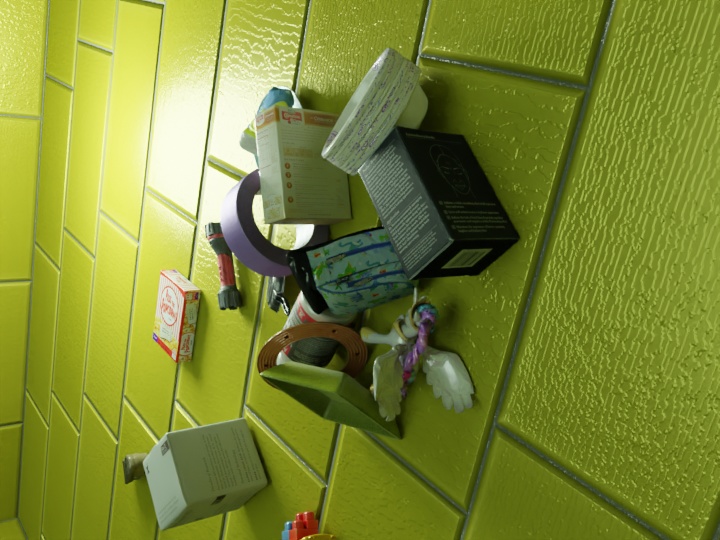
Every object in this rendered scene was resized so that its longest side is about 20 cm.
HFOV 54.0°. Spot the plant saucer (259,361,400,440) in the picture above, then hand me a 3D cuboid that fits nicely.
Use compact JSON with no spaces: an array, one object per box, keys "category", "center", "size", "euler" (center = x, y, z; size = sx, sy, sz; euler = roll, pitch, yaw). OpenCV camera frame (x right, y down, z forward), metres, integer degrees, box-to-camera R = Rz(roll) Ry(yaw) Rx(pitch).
[{"category":"plant saucer","center":[-0.045,0.220,1.238],"size":[0.199,0.200,0.048],"euler":[5,61,42]}]

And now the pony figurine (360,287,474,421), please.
[{"category":"pony figurine","center":[0.072,0.144,1.126],"size":[0.200,0.166,0.194],"euler":[137,129,-60]}]

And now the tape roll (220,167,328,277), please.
[{"category":"tape roll","center":[-0.159,-0.092,1.324],"size":[0.066,0.200,0.201],"euler":[-27,72,47]}]

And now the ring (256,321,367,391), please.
[{"category":"ring","center":[-0.086,0.156,1.267],"size":[0.201,0.200,0.019],"euler":[-57,30,35]}]

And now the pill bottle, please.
[{"category":"pill bottle","center":[-0.089,0.118,1.321],"size":[0.111,0.110,0.200],"euler":[56,135,31]}]

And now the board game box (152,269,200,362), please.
[{"category":"board game box","center":[-0.481,0.116,1.842],"size":[0.151,0.046,0.201],"euler":[29,114,45]}]

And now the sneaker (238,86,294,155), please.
[{"category":"sneaker","center":[-0.178,-0.300,1.413],"size":[0.200,0.076,0.105],"euler":[-16,51,59]}]

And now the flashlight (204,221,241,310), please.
[{"category":"flashlight","center":[-0.312,-0.011,1.617],"size":[0.068,0.067,0.201],"euler":[-19,76,54]}]

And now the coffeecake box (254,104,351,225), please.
[{"category":"coffeecake box","center":[-0.104,-0.187,1.289],"size":[0.073,0.153,0.201],"euler":[-9,85,49]}]

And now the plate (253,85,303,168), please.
[{"category":"plate","center":[-0.161,-0.276,1.452],"size":[0.200,0.025,0.201],"euler":[3,94,50]}]

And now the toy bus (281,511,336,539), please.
[{"category":"toy bus","center":[-0.098,0.568,1.370],"size":[0.200,0.135,0.193],"euler":[-25,58,46]}]

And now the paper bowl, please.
[{"category":"paper bowl","center":[0.031,-0.240,1.122],"size":[0.201,0.104,0.201],"euler":[-53,14,19]}]

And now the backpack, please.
[{"category":"backpack","center":[0.000,0.000,1.159],"size":[0.154,0.199,0.163],"euler":[58,172,21]}]

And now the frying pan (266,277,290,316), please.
[{"category":"frying pan","center":[-0.169,0.056,1.427],"size":[0.190,0.031,0.115],"euler":[-98,21,-46]}]

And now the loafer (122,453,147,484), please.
[{"category":"loafer","center":[-0.658,0.580,2.073],"size":[0.200,0.067,0.076],"euler":[137,124,-60]}]

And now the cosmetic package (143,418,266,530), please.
[{"category":"cosmetic package","center":[-0.349,0.451,1.576],"size":[0.165,0.199,0.165],"euler":[-48,57,41]}]

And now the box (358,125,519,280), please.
[{"category":"box","center":[0.112,-0.098,1.042],"size":[0.107,0.148,0.201],"euler":[-44,59,41]}]
